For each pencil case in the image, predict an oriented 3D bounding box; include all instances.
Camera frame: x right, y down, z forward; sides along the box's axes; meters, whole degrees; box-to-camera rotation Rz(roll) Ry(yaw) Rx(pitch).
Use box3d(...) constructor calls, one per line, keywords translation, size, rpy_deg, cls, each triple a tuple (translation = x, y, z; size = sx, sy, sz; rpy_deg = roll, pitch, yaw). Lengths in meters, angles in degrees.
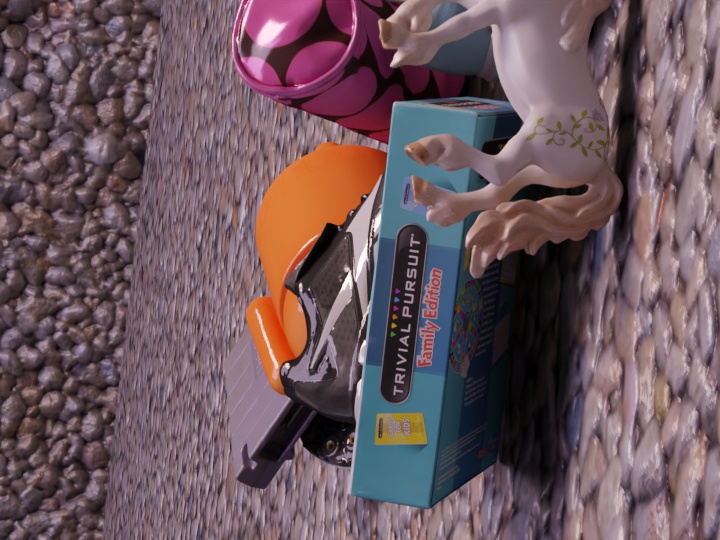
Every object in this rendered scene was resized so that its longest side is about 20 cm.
box3d(translation=(-0.004, -0.131, 1.494), size=(0.200, 0.090, 0.094), rpy_deg=(13, -85, -69), cls="pencil case")

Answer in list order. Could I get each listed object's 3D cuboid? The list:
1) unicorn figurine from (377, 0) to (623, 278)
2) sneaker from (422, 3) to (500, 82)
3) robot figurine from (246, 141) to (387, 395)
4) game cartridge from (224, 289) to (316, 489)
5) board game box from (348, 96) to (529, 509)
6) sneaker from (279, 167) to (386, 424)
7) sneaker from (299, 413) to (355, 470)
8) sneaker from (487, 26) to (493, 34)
box3d(translation=(0.080, -0.108, 1.221), size=(0.074, 0.136, 0.202), rpy_deg=(-91, -11, -82), cls="unicorn figurine")
box3d(translation=(0.058, -0.210, 1.435), size=(0.074, 0.081, 0.202), rpy_deg=(-173, 87, -78), cls="sneaker")
box3d(translation=(-0.001, 0.002, 1.546), size=(0.200, 0.143, 0.117), rpy_deg=(-111, 10, -57), cls="robot figurine")
box3d(translation=(-0.033, 0.037, 1.732), size=(0.200, 0.038, 0.130), rpy_deg=(-55, 22, 31), cls="game cartridge")
box3d(translation=(0.045, 0.012, 1.336), size=(0.151, 0.047, 0.202), rpy_deg=(-16, -67, -74), cls="board game box")
box3d(translation=(0.003, -0.007, 1.428), size=(0.066, 0.090, 0.201), rpy_deg=(48, -126, -64), cls="sneaker")
box3d(translation=(-0.019, 0.095, 1.789), size=(0.072, 0.072, 0.200), rpy_deg=(-56, 26, 1), cls="sneaker")
box3d(translation=(0.091, -0.211, 1.325), size=(0.077, 0.075, 0.201), rpy_deg=(121, 143, -50), cls="sneaker")
